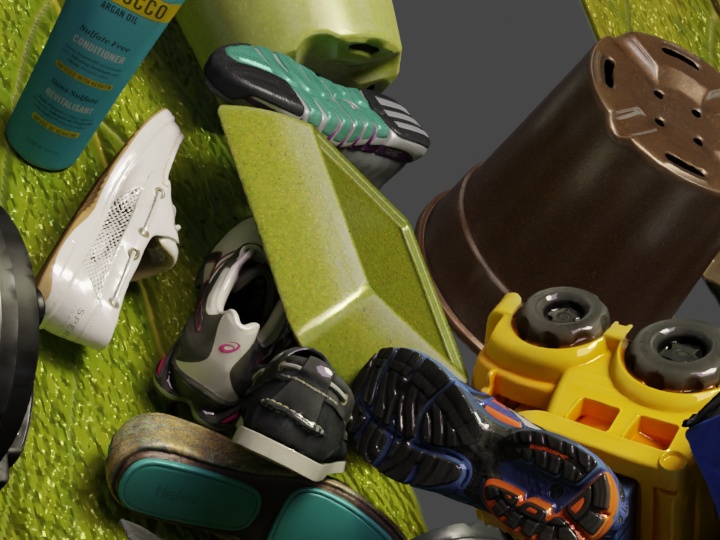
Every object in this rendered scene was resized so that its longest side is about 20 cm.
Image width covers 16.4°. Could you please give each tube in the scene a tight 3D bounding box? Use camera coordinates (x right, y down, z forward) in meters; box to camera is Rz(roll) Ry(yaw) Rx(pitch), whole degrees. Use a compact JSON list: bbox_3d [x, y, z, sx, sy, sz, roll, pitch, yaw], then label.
[{"bbox_3d":[-0.162,-0.148,1.571,0.077,0.200,0.050,22,39,-17],"label":"tube"}]

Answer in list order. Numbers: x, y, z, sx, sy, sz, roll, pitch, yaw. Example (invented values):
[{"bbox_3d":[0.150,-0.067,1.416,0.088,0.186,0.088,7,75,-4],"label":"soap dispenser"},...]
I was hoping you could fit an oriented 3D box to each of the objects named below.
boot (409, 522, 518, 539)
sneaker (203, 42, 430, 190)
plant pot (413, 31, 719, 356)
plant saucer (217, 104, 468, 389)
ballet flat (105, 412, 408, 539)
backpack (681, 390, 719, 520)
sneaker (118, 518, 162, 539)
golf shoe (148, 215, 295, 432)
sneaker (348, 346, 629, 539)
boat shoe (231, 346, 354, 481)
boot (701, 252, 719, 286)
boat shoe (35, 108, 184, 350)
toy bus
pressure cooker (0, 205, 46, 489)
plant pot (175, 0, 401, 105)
[{"bbox_3d":[0.094,0.249,1.407,0.200,0.076,0.168,50,16,-50],"label":"boot"},{"bbox_3d":[-0.041,-0.084,1.662,0.200,0.088,0.074,18,28,-46],"label":"sneaker"},{"bbox_3d":[0.171,-0.046,1.732,0.200,0.198,0.201,22,38,-19],"label":"plant pot"},{"bbox_3d":[0.000,0.000,1.591,0.200,0.048,0.200,43,21,-50],"label":"plant saucer"},{"bbox_3d":[-0.057,0.133,1.474,0.200,0.071,0.071,22,39,-19],"label":"ballet flat"},{"bbox_3d":[0.307,0.100,1.454,0.200,0.162,0.168,-31,100,-51],"label":"backpack"},{"bbox_3d":[-0.050,0.198,1.401,0.200,0.060,0.104,21,14,-48],"label":"sneaker"},{"bbox_3d":[-0.063,0.017,1.571,0.077,0.088,0.200,30,36,-7],"label":"golf shoe"},{"bbox_3d":[0.073,0.110,1.459,0.200,0.075,0.078,32,2,32],"label":"sneaker"},{"bbox_3d":[-0.032,0.080,1.459,0.072,0.068,0.200,21,-2,0],"label":"boat shoe"},{"bbox_3d":[0.315,-0.021,1.949,0.200,0.072,0.166,51,27,19],"label":"boot"},{"bbox_3d":[-0.146,-0.021,1.563,0.069,0.071,0.200,33,46,-7],"label":"boat shoe"},{"bbox_3d":[0.135,0.121,1.549,0.200,0.136,0.192,17,39,28],"label":"toy bus"},{"bbox_3d":[-0.260,0.036,1.311,0.200,0.176,0.179,3,20,-40],"label":"pressure cooker"},{"bbox_3d":[-0.058,-0.204,1.745,0.200,0.200,0.185,-1,63,-40],"label":"plant pot"}]
